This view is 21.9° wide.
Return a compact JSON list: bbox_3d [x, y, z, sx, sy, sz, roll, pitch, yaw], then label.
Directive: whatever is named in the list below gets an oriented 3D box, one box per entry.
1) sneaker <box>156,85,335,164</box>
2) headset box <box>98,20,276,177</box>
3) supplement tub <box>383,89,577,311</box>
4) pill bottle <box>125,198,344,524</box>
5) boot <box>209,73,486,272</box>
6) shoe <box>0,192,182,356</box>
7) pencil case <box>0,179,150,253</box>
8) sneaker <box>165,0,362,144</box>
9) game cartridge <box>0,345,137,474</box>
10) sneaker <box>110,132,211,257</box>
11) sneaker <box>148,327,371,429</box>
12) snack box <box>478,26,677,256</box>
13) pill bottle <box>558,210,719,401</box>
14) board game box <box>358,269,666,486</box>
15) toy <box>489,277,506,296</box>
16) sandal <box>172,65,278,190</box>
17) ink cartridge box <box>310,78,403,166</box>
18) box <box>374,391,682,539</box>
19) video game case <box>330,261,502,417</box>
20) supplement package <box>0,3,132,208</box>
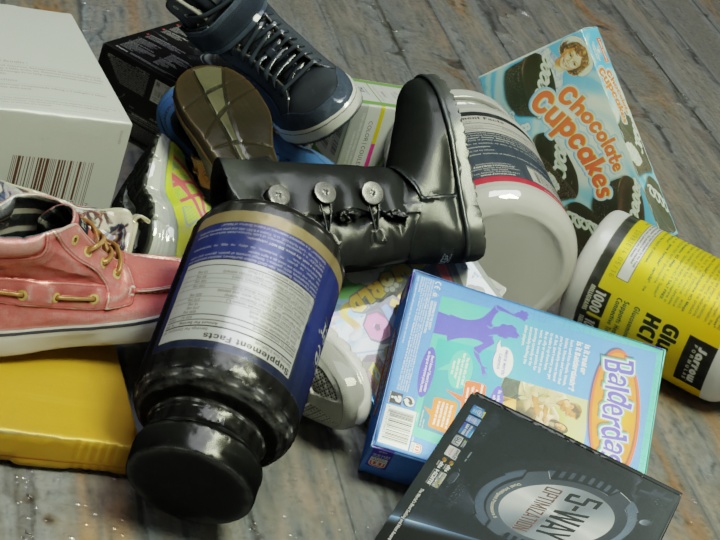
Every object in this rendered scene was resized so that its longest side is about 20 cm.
[{"bbox_3d":[-0.086,-0.088,1.576,0.200,0.066,0.078,31,9,-17],"label":"sneaker"},{"bbox_3d":[-0.132,-0.165,1.719,0.148,0.078,0.200,30,27,17],"label":"headset box"},{"bbox_3d":[0.096,-0.054,1.585,0.140,0.141,0.200,11,30,-17],"label":"supplement tub"},{"bbox_3d":[-0.085,0.060,1.226,0.111,0.112,0.201,19,53,-2],"label":"pill bottle"},{"bbox_3d":[-0.018,-0.072,1.399,0.199,0.066,0.166,-5,61,-18],"label":"boot"},{"bbox_3d":[-0.185,-0.003,1.265,0.199,0.091,0.071,-9,34,-33],"label":"shoe"},{"bbox_3d":[-0.259,-0.031,1.360,0.199,0.090,0.078,17,11,-7],"label":"pencil case"},{"bbox_3d":[-0.086,-0.190,1.548,0.146,0.077,0.202,50,-6,-34],"label":"sneaker"},{"bbox_3d":[-0.257,0.067,1.248,0.199,0.033,0.177,11,27,-23],"label":"game cartridge"},{"bbox_3d":[-0.146,-0.037,1.485,0.090,0.078,0.200,26,25,-20],"label":"sneaker"},{"bbox_3d":[-0.082,0.068,1.338,0.199,0.075,0.082,25,39,27],"label":"sneaker"},{"bbox_3d":[0.194,-0.103,1.667,0.037,0.116,0.201,-20,88,-56],"label":"snack box"},{"bbox_3d":[0.277,0.040,1.571,0.199,0.113,0.112,28,27,17],"label":"pill bottle"},{"bbox_3d":[0.112,0.100,1.343,0.199,0.045,0.153,18,57,-4],"label":"board game box"},{"bbox_3d":[0.000,0.000,1.461,0.200,0.115,0.047,33,-14,29],"label":"toy"},{"bbox_3d":[-0.097,-0.081,1.484,0.081,0.055,0.200,-11,61,-39],"label":"sandal"},{"bbox_3d":[0.057,-0.109,1.711,0.199,0.104,0.059,5,29,-28],"label":"ink cartridge box"},{"bbox_3d":[0.099,0.183,1.198,0.160,0.044,0.200,26,43,13],"label":"box"},{"bbox_3d":[0.034,0.027,1.403,0.143,0.018,0.200,-23,68,-26],"label":"video game case"},{"bbox_3d":[-0.274,-0.121,1.490,0.116,0.118,0.200,4,31,-27],"label":"supplement package"}]
